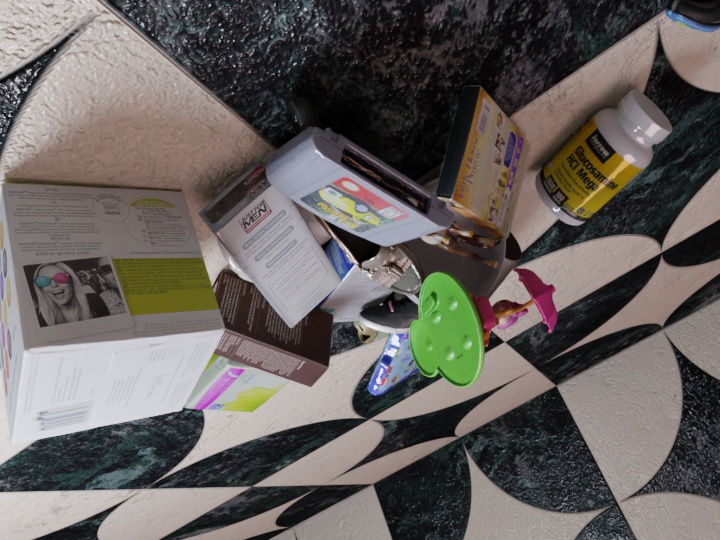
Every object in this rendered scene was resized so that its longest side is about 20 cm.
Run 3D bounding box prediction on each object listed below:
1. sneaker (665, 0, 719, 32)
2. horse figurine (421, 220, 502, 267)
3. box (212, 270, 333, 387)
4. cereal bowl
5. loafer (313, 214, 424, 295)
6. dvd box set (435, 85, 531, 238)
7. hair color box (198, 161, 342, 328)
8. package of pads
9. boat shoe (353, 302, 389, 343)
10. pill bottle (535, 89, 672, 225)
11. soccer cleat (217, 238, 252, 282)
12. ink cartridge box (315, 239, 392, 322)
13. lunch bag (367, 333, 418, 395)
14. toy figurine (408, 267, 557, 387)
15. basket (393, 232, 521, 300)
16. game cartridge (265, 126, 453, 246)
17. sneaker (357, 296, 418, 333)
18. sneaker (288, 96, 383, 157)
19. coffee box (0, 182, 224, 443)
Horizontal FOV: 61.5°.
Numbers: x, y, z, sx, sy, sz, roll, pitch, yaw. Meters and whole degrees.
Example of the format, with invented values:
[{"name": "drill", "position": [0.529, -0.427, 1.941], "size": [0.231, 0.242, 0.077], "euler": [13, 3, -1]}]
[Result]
[{"name": "sneaker", "position": [0.469, -0.363, 0.759], "size": [0.195, 0.072, 0.084], "euler": [-23, 139, -5]}, {"name": "horse figurine", "position": [0.114, -0.055, 0.820], "size": [0.197, 0.131, 0.051], "euler": [16, 100, -48]}, {"name": "box", "position": [-0.142, 0.091, 0.925], "size": [0.195, 0.102, 0.075], "euler": [23, 134, -19]}, {"name": "cereal bowl", "position": [0.122, -0.040, 0.928], "size": [0.195, 0.207, 0.083], "euler": [-10, -174, -24]}, {"name": "loafer", "position": [0.007, -0.032, 0.819], "size": [0.072, 0.199, 0.063], "euler": [-46, -172, 13]}, {"name": "dvd box set", "position": [0.175, -0.141, 0.836], "size": [0.029, 0.151, 0.198], "euler": [12, 176, 36]}, {"name": "hair color box", "position": [-0.110, -0.027, 0.782], "size": [0.099, 0.060, 0.202], "euler": [-41, 137, -10]}, {"name": "package of pads", "position": [-0.223, 0.200, 1.134], "size": [0.151, 0.070, 0.200], "euler": [13, 141, -35]}, {"name": "boat shoe", "position": [0.019, 0.094, 1.169], "size": [0.065, 0.075, 0.201], "euler": [-25, 153, -8]}, {"name": "pill bottle", "position": [0.378, -0.176, 0.948], "size": [0.110, 0.115, 0.201], "euler": [0, 144, -38]}, {"name": "soccer cleat", "position": [-0.142, -0.011, 0.872], "size": [0.199, 0.077, 0.070], "euler": [41, 78, -46]}, {"name": "ink cartridge box", "position": [0.000, 0.000, 0.987], "size": [0.134, 0.078, 0.200], "euler": [0, 145, -40]}, {"name": "lunch bag", "position": [0.084, 0.144, 1.155], "size": [0.199, 0.093, 0.153], "euler": [-35, 153, -59]}, {"name": "toy figurine", "position": [0.183, 0.069, 0.843], "size": [0.179, 0.154, 0.201], "euler": [-12, 160, -24]}, {"name": "basket", "position": [0.182, 0.005, 1.087], "size": [0.176, 0.138, 0.201], "euler": [15, 131, -32]}, {"name": "game cartridge", "position": [-0.005, -0.086, 0.691], "size": [0.197, 0.042, 0.132], "euler": [27, 162, -28]}, {"name": "sneaker", "position": [0.093, 0.047, 1.010], "size": [0.193, 0.071, 0.102], "euler": [1, 113, -4]}, {"name": "sneaker", "position": [-0.020, -0.153, 0.730], "size": [0.102, 0.061, 0.201], "euler": [-23, 157, -5]}, {"name": "coffee box", "position": [-0.296, 0.044, 0.691], "size": [0.196, 0.201, 0.201], "euler": [-3, 146, -38]}]
